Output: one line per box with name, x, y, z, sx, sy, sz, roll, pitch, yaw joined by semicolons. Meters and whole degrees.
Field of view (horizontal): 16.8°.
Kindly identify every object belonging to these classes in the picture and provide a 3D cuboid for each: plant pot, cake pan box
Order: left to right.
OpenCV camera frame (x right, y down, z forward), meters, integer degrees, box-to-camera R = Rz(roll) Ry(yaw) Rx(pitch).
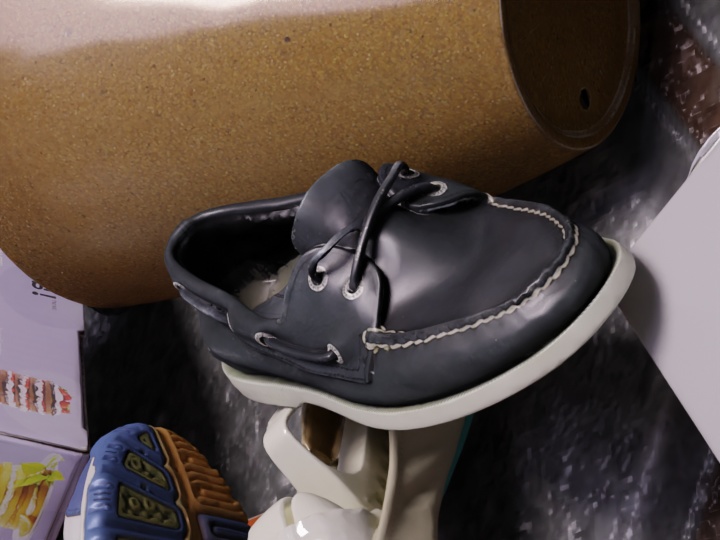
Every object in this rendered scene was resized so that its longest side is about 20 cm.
cake pan box;-0.155;0.074;0.934;0.200;0.052;0.185;-102;34;-54
plant pot;-0.013;-0.083;0.835;0.199;0.186;0.187;-3;72;35

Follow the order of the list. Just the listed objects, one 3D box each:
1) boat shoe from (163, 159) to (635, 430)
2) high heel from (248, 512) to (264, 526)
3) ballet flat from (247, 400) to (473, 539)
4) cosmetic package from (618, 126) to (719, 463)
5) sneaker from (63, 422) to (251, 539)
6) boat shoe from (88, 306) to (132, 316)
boat shoe;0.001;-0.002;0.730;0.075;0.066;0.199;-47;20;-19
high heel;-0.064;0.168;0.840;0.200;0.096;0.067;-40;15;-24
ballet flat;-0.008;0.082;0.767;0.069;0.069;0.200;-43;20;30
cosmetic package;0.159;0.038;0.628;0.108;0.085;0.200;-51;41;23
sneaker;-0.074;0.147;0.763;0.088;0.075;0.201;-36;50;37
boat shoe;-0.083;-0.079;0.985;0.068;0.073;0.200;32;102;45
